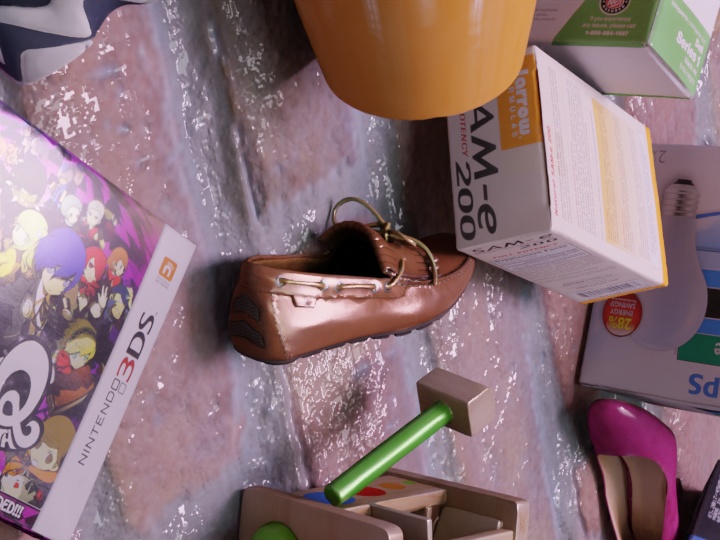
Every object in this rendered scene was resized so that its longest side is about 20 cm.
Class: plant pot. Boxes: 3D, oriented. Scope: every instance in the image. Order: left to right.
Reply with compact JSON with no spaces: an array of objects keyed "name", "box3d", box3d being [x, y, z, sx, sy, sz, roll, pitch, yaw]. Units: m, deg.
[{"name":"plant pot","box3d":[0.031,-0.197,0.889,0.200,0.199,0.184,-44,142,-35]}]

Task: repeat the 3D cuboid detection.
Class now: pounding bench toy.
[{"name":"pounding bench toy","box3d":[0.009,0.165,0.957,0.155,0.124,0.202,1,96,-48]}]

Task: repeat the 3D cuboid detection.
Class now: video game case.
[{"name":"video game case","box3d":[-0.187,0.020,0.775,0.200,0.036,0.183,40,65,-44]}]

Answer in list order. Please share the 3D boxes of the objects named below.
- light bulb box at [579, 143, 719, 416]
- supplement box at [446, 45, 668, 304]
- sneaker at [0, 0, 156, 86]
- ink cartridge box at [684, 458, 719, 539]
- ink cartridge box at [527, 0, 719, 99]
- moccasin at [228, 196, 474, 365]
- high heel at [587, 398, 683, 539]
[{"name":"light bulb box","box3d":[0.297,0.014,1.209,0.124,0.197,0.202,15,83,-47]},{"name":"supplement box","box3d":[0.138,-0.059,1.070,0.199,0.073,0.127,21,61,-55]},{"name":"sneaker","box3d":[-0.125,-0.194,0.734,0.130,0.198,0.080,53,16,-25]},{"name":"ink cartridge box","box3d":[0.287,0.278,1.335,0.200,0.047,0.199,75,35,-70]},{"name":"ink cartridge box","box3d":[0.182,-0.230,1.076,0.084,0.145,0.202,33,72,-48]},{"name":"moccasin","box3d":[-0.001,0.000,0.965,0.200,0.073,0.078,-11,112,-40]},{"name":"high heel","box3d":[0.222,0.183,1.244,0.200,0.067,0.097,51,48,-44]}]
